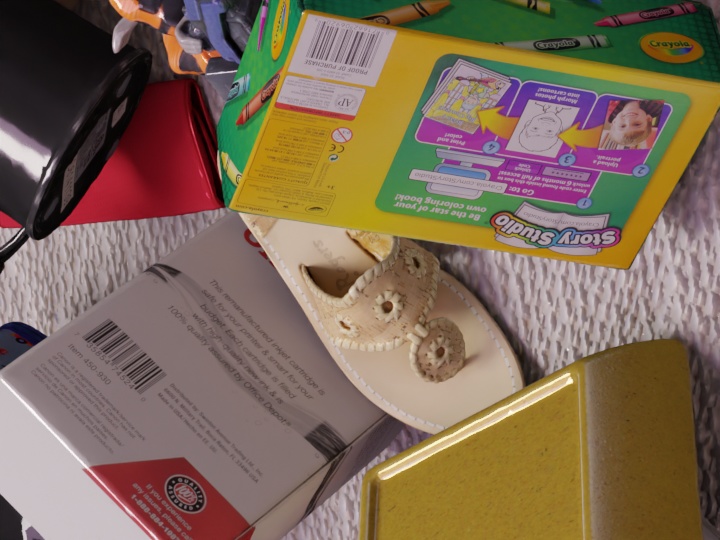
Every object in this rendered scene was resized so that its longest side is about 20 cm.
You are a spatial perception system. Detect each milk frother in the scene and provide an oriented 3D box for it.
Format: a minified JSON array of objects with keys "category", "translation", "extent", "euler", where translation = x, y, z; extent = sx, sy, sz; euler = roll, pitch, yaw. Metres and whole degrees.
[{"category":"milk frother","translation":[-0.244,-0.070,1.200],"extent":[0.187,0.200,0.181],"euler":[31,137,4]}]

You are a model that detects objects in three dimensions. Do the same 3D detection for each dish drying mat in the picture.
[{"category":"dish drying mat","translation":[-0.154,-0.065,1.305],"extent":[0.199,0.018,0.077],"euler":[-3,112,44]}]

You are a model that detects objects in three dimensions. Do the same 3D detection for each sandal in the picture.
[{"category":"sandal","translation":[-0.004,0.004,1.154],"extent":[0.078,0.070,0.212],"euler":[-42,79,6]}]

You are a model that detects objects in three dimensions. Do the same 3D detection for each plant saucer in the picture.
[{"category":"plant saucer","translation":[0.065,0.133,1.067],"extent":[0.199,0.201,0.048],"euler":[-30,127,29]}]

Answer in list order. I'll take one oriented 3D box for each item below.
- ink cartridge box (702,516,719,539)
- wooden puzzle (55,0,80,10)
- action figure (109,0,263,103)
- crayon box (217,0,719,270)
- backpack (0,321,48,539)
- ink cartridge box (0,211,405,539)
[{"category":"ink cartridge box","translation":[0.077,0.188,1.124],"extent":[0.199,0.146,0.083],"euler":[-9,138,45]},{"category":"wooden puzzle","translation":[-0.214,-0.229,1.243],"extent":[0.200,0.037,0.185],"euler":[50,133,-1]},{"category":"action figure","translation":[-0.060,-0.134,1.061],"extent":[0.192,0.105,0.200],"euler":[14,159,23]},{"category":"crayon box","translation":[0.048,-0.072,1.000],"extent":[0.119,0.198,0.059],"euler":[115,156,-43]},{"category":"backpack","translation":[-0.176,0.114,1.320],"extent":[0.182,0.199,0.135],"euler":[32,113,26]},{"category":"ink cartridge box","translation":[-0.081,0.075,1.193],"extent":[0.147,0.200,0.083],"euler":[43,139,13]}]
